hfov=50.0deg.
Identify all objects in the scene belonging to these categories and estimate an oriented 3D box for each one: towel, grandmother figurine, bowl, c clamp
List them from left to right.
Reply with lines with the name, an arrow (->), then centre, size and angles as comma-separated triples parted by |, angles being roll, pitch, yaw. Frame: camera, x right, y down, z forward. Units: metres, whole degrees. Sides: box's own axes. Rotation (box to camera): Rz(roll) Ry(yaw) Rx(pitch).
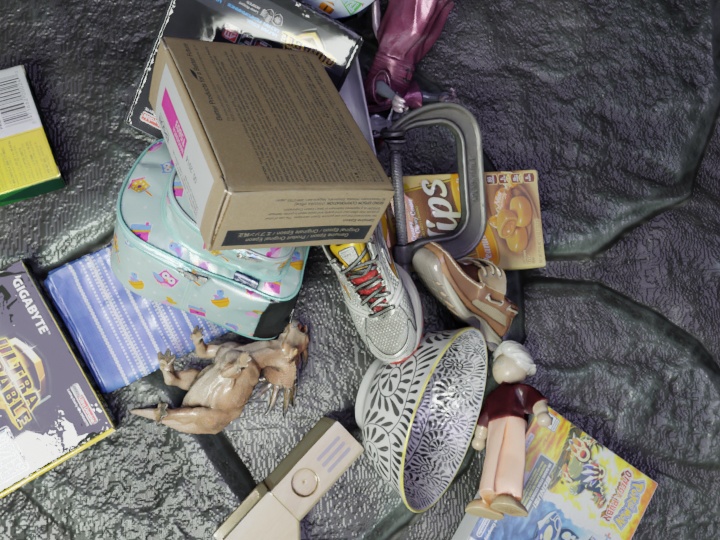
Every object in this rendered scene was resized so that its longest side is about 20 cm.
towel -> -0.220, 0.025, 0.837 | 0.199, 0.024, 0.146 | -27, 91, -15
bowl -> 0.056, 0.145, 0.833 | 0.093, 0.201, 0.203 | 17, 77, 29
c clamp -> 0.064, -0.081, 0.842 | 0.169, 0.027, 0.203 | -3, 100, -17
grandmother figurine -> 0.166, 0.170, 0.869 | 0.060, 0.121, 0.202 | 34, 52, -33

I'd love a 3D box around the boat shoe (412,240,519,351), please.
boat shoe -> 0.120, 0.017, 0.850 | 0.072, 0.200, 0.076 | -46, 52, -1

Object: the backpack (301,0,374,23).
backpack -> -0.043, -0.373, 0.841 | 0.189, 0.154, 0.201 | 31, 77, 17

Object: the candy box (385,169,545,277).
candy box -> 0.114, -0.053, 0.910 | 0.197, 0.055, 0.117 | -5, 87, -14

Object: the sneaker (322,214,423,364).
sneaker -> 0.000, 0.000, 0.777 | 0.077, 0.082, 0.202 | -26, 79, 18

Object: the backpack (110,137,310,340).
backpack -> -0.146, -0.046, 0.772 | 0.198, 0.154, 0.177 | 15, 51, -4

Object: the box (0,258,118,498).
box -> -0.364, 0.114, 0.780 | 0.159, 0.049, 0.202 | -29, 91, -13

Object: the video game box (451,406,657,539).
video game box -> 0.228, 0.287, 0.903 | 0.181, 0.047, 0.201 | 35, 77, -10

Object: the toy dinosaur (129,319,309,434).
toy dinosaur -> -0.141, 0.128, 0.820 | 0.199, 0.136, 0.086 | -36, 50, 5

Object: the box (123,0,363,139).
box -> -0.125, -0.206, 0.829 | 0.198, 0.050, 0.200 | 26, 108, -8

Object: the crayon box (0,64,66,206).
crayon box -> -0.422, -0.120, 0.792 | 0.198, 0.051, 0.128 | -19, 88, -16

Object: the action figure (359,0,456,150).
action figure -> 0.033, -0.239, 0.888 | 0.148, 0.134, 0.202 | 29, 102, 23

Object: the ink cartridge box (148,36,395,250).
ink cartridge box -> -0.085, -0.116, 0.699 | 0.163, 0.075, 0.201 | -4, 52, -32

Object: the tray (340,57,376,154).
tray -> -0.035, -0.161, 0.886 | 0.106, 0.022, 0.203 | -12, 85, 23

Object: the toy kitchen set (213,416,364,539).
toy kitchen set -> -0.018, 0.289, 0.782 | 0.200, 0.163, 0.180 | 46, 76, -5
